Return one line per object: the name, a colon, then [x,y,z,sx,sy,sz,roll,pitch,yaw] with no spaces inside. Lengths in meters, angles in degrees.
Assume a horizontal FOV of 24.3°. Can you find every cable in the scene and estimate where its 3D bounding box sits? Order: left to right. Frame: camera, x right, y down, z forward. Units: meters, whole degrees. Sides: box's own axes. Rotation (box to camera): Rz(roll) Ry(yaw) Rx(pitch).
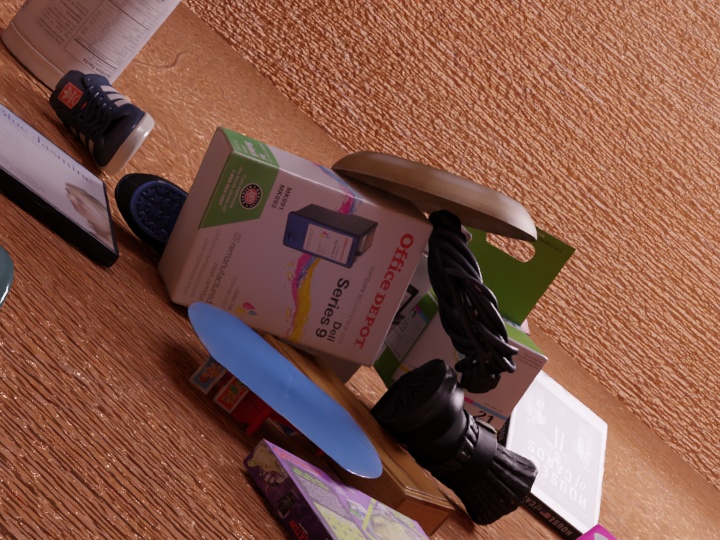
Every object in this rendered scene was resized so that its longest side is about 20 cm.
cable: [0.097,0.022,1.499,0.200,0.051,0.164,84,-8,-75]

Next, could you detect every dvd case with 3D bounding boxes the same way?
dvd case: [-0.271,-0.081,1.430,0.143,0.018,0.200,38,9,-22]
dvd case: [0.218,0.205,1.917,0.150,0.025,0.200,39,35,-17]

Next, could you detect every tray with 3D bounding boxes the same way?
tray: [-0.010,0.141,1.439,0.200,0.037,0.099,48,10,30]

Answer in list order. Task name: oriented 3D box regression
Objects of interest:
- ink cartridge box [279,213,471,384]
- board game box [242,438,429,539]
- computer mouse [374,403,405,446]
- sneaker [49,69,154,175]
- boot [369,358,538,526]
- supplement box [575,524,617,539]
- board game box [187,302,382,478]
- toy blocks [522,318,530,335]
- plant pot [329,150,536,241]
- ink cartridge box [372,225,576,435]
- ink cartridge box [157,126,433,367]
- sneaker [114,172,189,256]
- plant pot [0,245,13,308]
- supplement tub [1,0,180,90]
ink cartridge box: [0.000,0.000,1.636,0.068,0.200,0.116,33,11,-48]
board game box: [0.007,0.200,1.227,0.200,0.032,0.120,35,15,-45]
computer mouse: [0.078,0.160,1.725,0.110,0.044,0.200,46,9,24]
sneaker: [-0.266,-0.155,1.669,0.084,0.075,0.200,40,-2,-24]
boot: [0.094,0.161,1.527,0.158,0.079,0.211,44,-7,-1]
supplement box: [0.189,0.286,1.379,0.101,0.103,0.200,43,9,14]
board game box: [-0.070,0.106,1.318,0.200,0.039,0.158,41,8,-6]
toy blocks: [0.121,0.089,1.970,0.200,0.137,0.100,34,11,-42]
plant pot: [0.070,-0.071,1.524,0.199,0.028,0.200,19,-3,1]
ink cartridge box: [0.121,0.046,1.665,0.147,0.200,0.076,27,15,-29]
ink cartridge box: [-0.057,-0.019,1.476,0.199,0.146,0.088,20,13,-22]
sneaker: [-0.145,-0.024,1.548,0.200,0.070,0.078,44,-6,-29]
plant pot: [-0.252,-0.029,0.691,0.188,0.200,0.200,55,2,-25]
supplement tub: [-0.285,-0.294,1.842,0.132,0.200,0.132,41,9,-8]
